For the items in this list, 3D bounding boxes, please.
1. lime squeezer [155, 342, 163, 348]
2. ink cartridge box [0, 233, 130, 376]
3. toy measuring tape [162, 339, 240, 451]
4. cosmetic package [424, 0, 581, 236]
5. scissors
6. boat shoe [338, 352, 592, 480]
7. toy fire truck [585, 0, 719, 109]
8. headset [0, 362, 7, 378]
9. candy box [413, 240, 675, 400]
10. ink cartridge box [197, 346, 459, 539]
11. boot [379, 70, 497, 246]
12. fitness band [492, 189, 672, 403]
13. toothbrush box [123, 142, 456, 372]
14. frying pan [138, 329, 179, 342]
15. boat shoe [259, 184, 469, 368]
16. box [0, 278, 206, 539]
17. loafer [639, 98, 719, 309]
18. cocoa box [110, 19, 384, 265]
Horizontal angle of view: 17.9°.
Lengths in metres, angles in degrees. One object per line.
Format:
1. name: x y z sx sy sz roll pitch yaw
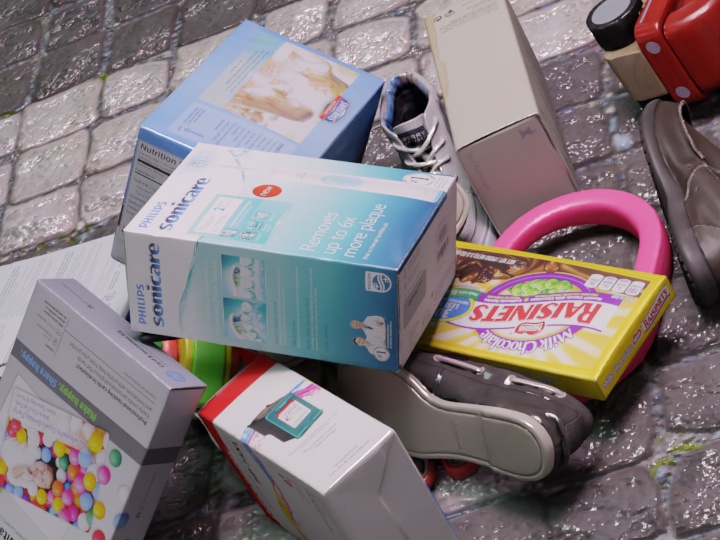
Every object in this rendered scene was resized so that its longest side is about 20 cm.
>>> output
1. lime squeezer: -0.184 0.114 1.744 0.200 0.071 0.038 -35 15 53
2. ink cartridge box: -0.263 0.047 1.887 0.200 0.041 0.200 -14 30 21
3. toy measuring tape: -0.113 0.079 1.721 0.074 0.074 0.200 -36 30 -9
4. cosmetic package: 0.112 -0.125 1.796 0.073 0.104 0.200 -23 34 11
5. scissors: 0.029 0.100 1.654 0.073 0.014 0.200 -33 34 -1
6. boat shoe: 0.071 0.094 1.562 0.200 0.067 0.057 17 32 42
7. toy fire truck: 0.305 -0.210 1.769 0.200 0.129 0.176 -12 37 40
8. headset: -0.240 0.126 1.706 0.200 0.094 0.124 37 114 44
9. candy box: 0.113 0.032 1.605 0.200 0.026 0.102 10 54 40
10. ink cartridge box: -0.034 0.134 1.564 0.067 0.116 0.200 -42 36 -17
11. boot: 0.051 -0.075 1.781 0.073 0.096 0.200 -25 35 7
12. fitness band: 0.150 0.018 1.647 0.143 0.037 0.200 -8 41 28
13. toothbrush box: -0.046 -0.012 1.594 0.199 0.085 0.146 8 30 17
14. frying pan: -0.053 0.036 1.623 0.115 0.031 0.190 12 27 36
15. boat shoe: 0.000 0.000 1.727 0.200 0.067 0.057 -40 -5 6
16. box: -0.203 0.129 1.620 0.156 0.041 0.200 36 113 34
17. loafer: 0.251 -0.053 1.642 0.071 0.073 0.200 -18 44 8
18. cocoa box: -0.086 -0.081 1.781 0.133 0.131 0.200 24 37 10
